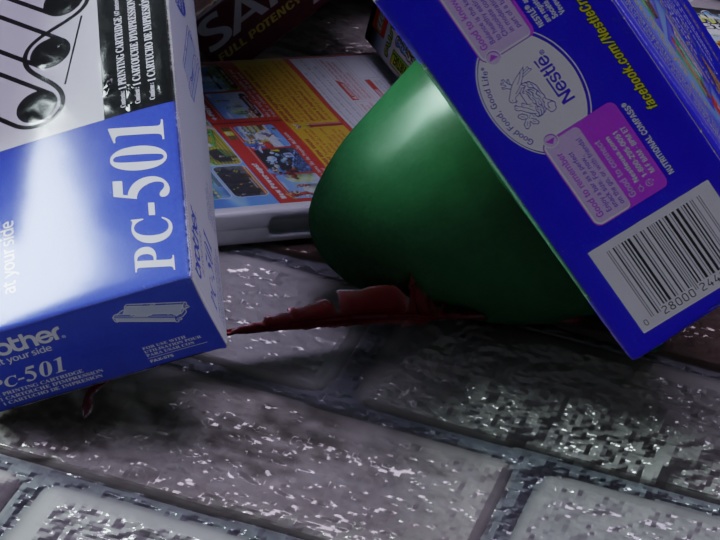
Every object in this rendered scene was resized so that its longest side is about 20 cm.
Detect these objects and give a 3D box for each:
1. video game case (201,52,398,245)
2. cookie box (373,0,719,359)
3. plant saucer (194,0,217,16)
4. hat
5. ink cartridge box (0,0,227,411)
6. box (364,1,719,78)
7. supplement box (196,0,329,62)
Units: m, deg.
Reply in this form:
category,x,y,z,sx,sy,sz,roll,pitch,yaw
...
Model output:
category,x,y,z,sx,sy,sz,roll,pitch,yaw
video game case,-0.024,-0.056,1.300,0.200,0.017,0.143,-5,31,-26
cookie box,0.079,-0.087,1.122,0.075,0.171,0.200,-32,19,14
plant saucer,-0.069,-0.174,1.333,0.034,0.200,0.200,47,16,-24
hat,0.000,0.000,1.193,0.200,0.176,0.166,43,17,-43
ink cartridge box,-0.106,-0.044,1.128,0.094,0.044,0.200,-16,47,8
box,0.114,-0.090,1.365,0.200,0.035,0.110,4,27,-24
supplement box,-0.036,-0.187,1.420,0.061,0.109,0.200,45,25,-22
